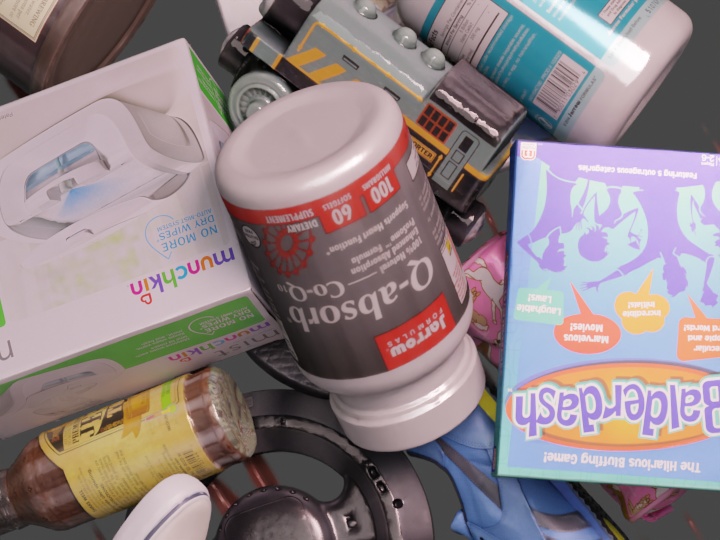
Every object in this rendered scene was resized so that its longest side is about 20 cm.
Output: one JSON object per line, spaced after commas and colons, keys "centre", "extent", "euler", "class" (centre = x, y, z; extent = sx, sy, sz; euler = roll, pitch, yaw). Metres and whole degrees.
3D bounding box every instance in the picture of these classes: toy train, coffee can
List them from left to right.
{"centre": [-0.233, -0.217, 1.577], "extent": [0.199, 0.146, 0.147], "euler": [36, 82, 7], "class": "coffee can"}
{"centre": [0.008, -0.103, 1.546], "extent": [0.200, 0.085, 0.114], "euler": [38, 120, 5], "class": "toy train"}

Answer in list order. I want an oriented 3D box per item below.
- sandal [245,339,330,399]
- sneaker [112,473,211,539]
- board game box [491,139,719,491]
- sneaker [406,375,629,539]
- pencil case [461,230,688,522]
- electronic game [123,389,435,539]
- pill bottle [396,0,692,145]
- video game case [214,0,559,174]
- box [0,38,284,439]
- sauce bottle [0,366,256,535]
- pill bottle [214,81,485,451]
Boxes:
{"centre": [-0.073, 0.007, 1.594], "extent": [0.200, 0.043, 0.076], "euler": [39, 74, 16], "class": "sandal"}
{"centre": [-0.123, 0.220, 1.504], "extent": [0.071, 0.073, 0.201], "euler": [31, 111, 28], "class": "sneaker"}
{"centre": [0.159, 0.028, 1.491], "extent": [0.151, 0.045, 0.202], "euler": [3, 86, -1], "class": "board game box"}
{"centre": [0.110, 0.161, 1.553], "extent": [0.078, 0.066, 0.200], "euler": [-42, 81, 4], "class": "sneaker"}
{"centre": [0.137, 0.064, 1.554], "extent": [0.083, 0.087, 0.200], "euler": [-42, 82, -13], "class": "pencil case"}
{"centre": [-0.052, 0.174, 1.558], "extent": [0.198, 0.042, 0.202], "euler": [-2, 80, 8], "class": "electronic game"}
{"centre": [0.100, -0.168, 1.560], "extent": [0.200, 0.111, 0.111], "euler": [37, 82, 6], "class": "pill bottle"}
{"centre": [0.023, -0.136, 1.623], "extent": [0.199, 0.022, 0.183], "euler": [-18, 81, -3], "class": "video game case"}
{"centre": [-0.164, -0.016, 1.535], "extent": [0.199, 0.097, 0.178], "euler": [-19, 67, 8], "class": "box"}
{"centre": [-0.164, 0.121, 1.541], "extent": [0.199, 0.065, 0.065], "euler": [-22, 80, 12], "class": "sauce bottle"}
{"centre": [0.000, 0.000, 1.473], "extent": [0.115, 0.116, 0.201], "euler": [-26, 121, -4], "class": "pill bottle"}
